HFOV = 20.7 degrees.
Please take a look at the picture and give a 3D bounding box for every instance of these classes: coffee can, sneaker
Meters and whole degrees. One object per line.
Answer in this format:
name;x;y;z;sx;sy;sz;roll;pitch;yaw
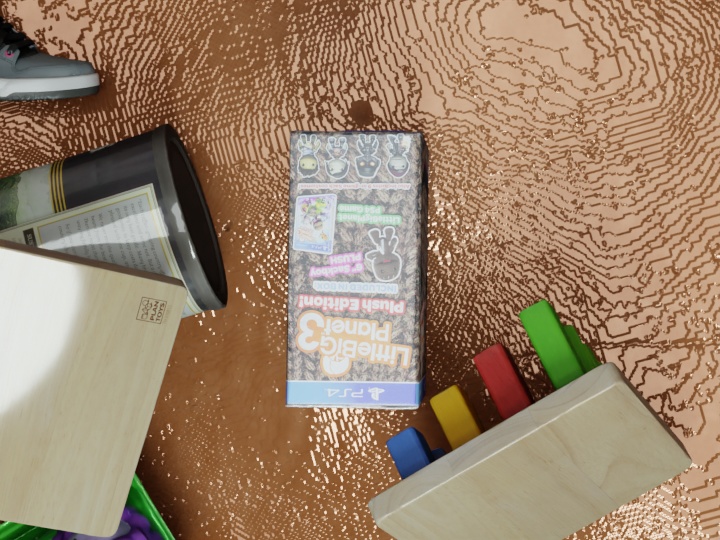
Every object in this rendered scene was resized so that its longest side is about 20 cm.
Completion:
coffee can;-0.218;-0.013;1.496;0.200;0.146;0.147;-17;88;3
sneaker;-0.300;-0.197;1.540;0.200;0.084;0.121;5;99;5

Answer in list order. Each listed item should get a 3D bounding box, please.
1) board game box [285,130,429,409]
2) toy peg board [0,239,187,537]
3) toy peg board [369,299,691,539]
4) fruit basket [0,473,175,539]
board game box;0.000;0.000;1.476;0.097;0.159;0.200;1;90;4
toy peg board;-0.252;0.067;1.408;0.199;0.098;0.200;12;106;-21
toy peg board;0.115;0.125;1.459;0.199;0.200;0.098;-31;58;10
fruit basket;-0.225;0.253;1.468;0.215;0.216;0.156;-32;87;3
